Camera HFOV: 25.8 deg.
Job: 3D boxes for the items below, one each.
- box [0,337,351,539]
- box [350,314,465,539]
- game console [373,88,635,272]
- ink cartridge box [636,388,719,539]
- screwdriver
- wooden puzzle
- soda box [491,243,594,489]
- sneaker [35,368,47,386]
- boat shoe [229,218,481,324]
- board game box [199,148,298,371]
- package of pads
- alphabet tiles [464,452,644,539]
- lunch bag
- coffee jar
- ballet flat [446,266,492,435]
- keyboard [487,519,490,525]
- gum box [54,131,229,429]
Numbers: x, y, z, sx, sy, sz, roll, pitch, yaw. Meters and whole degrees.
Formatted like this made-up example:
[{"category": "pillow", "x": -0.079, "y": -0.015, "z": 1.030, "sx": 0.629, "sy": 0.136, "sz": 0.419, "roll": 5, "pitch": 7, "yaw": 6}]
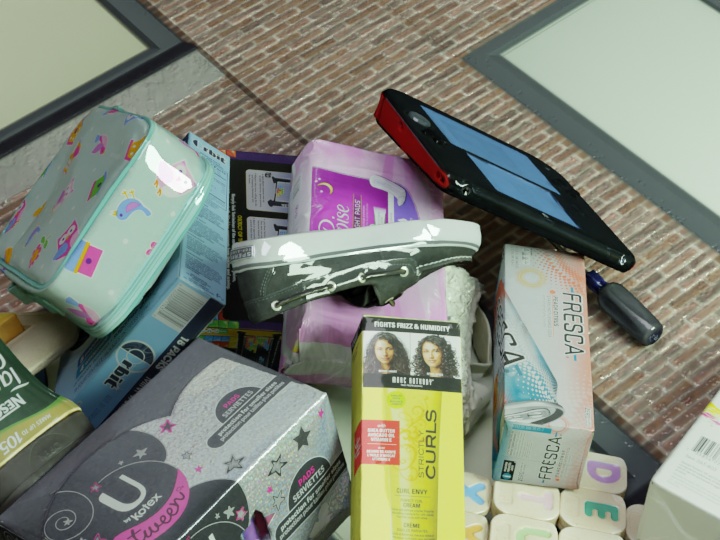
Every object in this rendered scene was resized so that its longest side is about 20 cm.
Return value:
[{"category": "box", "x": -0.116, "y": 0.160, "z": 1.043, "sx": 0.131, "sy": 0.116, "sz": 0.200, "roll": 19, "pitch": 49, "yaw": 37}, {"category": "box", "x": 0.030, "y": 0.132, "z": 1.047, "sx": 0.074, "sy": 0.050, "sz": 0.202, "roll": 5, "pitch": 62, "yaw": -7}, {"category": "game console", "x": 0.113, "y": -0.075, "z": 1.261, "sx": 0.198, "sy": 0.031, "sz": 0.177, "roll": 22, "pitch": 16, "yaw": -29}, {"category": "ink cartridge box", "x": 0.296, "y": 0.136, "z": 1.115, "sx": 0.114, "sy": 0.068, "sz": 0.200, "roll": 28, "pitch": 48, "yaw": 25}, {"category": "screwdriver", "x": 0.179, "y": -0.007, "z": 1.295, "sx": 0.029, "sy": 0.028, "sz": 0.200, "roll": -2, "pitch": 38, "yaw": -38}, {"category": "wooden puzzle", "x": -0.335, "y": 0.077, "z": 1.206, "sx": 0.199, "sy": 0.038, "sz": 0.185, "roll": 3, "pitch": 33, "yaw": 47}, {"category": "soda box", "x": 0.135, "y": 0.068, "z": 1.184, "sx": 0.067, "sy": 0.064, "sz": 0.201, "roll": 6, "pitch": 39, "yaw": 0}, {"category": "sneaker", "x": -0.294, "y": 0.119, "z": 1.203, "sx": 0.065, "sy": 0.079, "sz": 0.201, "roll": 4, "pitch": 47, "yaw": 14}, {"category": "boat shoe", "x": 0.000, "y": 0.000, "z": 1.105, "sx": 0.198, "sy": 0.068, "sz": 0.057, "roll": -6, "pitch": 85, "yaw": -30}, {"category": "board game box", "x": -0.056, "y": -0.007, "z": 1.277, "sx": 0.163, "sy": 0.057, "sz": 0.202, "roll": 6, "pitch": 47, "yaw": -11}, {"category": "package of pads", "x": 0.002, "y": -0.001, "z": 1.194, "sx": 0.119, "sy": 0.076, "sz": 0.202, "roll": 11, "pitch": 47, "yaw": -11}, {"category": "alphabet tiles", "x": 0.136, "y": 0.193, "z": 1.092, "sx": 0.193, "sy": 0.015, "sz": 0.201, "roll": 11, "pitch": 37, "yaw": 2}, {"category": "lunch bag", "x": -0.192, "y": -0.036, "z": 1.155, "sx": 0.161, "sy": 0.077, "sz": 0.200, "roll": -59, "pitch": 24, "yaw": -5}, {"category": "coffee jar", "x": -0.270, "y": 0.091, "z": 1.079, "sx": 0.200, "sy": 0.086, "sz": 0.104, "roll": 43, "pitch": 51, "yaw": 9}, {"category": "ballet flat", "x": 0.073, "y": 0.074, "z": 1.213, "sx": 0.071, "sy": 0.072, "sz": 0.202, "roll": 0, "pitch": 50, "yaw": 6}, {"category": "keyboard", "x": 0.088, "y": 0.241, "z": 1.066, "sx": 0.056, "sy": 0.011, "sz": 0.201, "roll": 16, "pitch": 36, "yaw": -28}, {"category": "gum box", "x": -0.166, "y": 0.013, "z": 1.197, "sx": 0.044, "sy": 0.170, "sz": 0.201, "roll": 32, "pitch": 28, "yaw": -22}]
